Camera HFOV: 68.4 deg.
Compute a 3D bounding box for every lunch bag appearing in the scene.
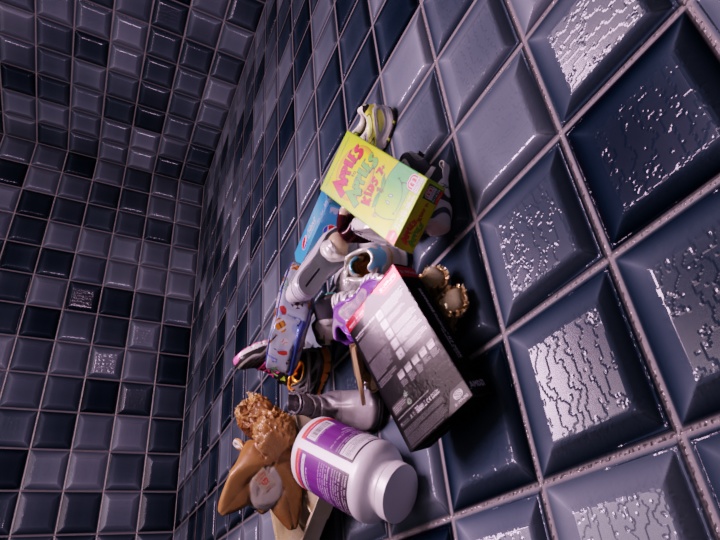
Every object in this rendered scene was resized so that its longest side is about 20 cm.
[{"bbox_3d":[-0.132,0.094,1.054,0.204,0.073,0.164,-77,1,-45],"label":"lunch bag"}]

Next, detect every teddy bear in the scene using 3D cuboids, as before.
[{"bbox_3d":[0.090,0.093,0.756,0.143,0.065,0.208,24,102,47],"label":"teddy bear"}]

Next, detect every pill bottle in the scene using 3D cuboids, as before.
[{"bbox_3d":[-0.010,0.299,0.793,0.196,0.110,0.117,5,84,47],"label":"pill bottle"}]

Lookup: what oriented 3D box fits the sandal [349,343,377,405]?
[{"bbox_3d":[0.022,0.155,0.873,0.212,0.067,0.081,-136,35,-84],"label":"sandal"}]

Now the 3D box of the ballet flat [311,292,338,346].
[{"bbox_3d":[-0.062,0.107,1.037,0.201,0.070,0.076,115,157,-66],"label":"ballet flat"}]

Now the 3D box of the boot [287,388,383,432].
[{"bbox_3d":[-0.050,0.237,0.911,0.199,0.127,0.073,-33,49,57],"label":"boot"}]

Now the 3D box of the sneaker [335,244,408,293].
[{"bbox_3d":[0.000,0.000,0.933,0.198,0.078,0.080,-30,59,55],"label":"sneaker"}]

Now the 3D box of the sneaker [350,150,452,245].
[{"bbox_3d":[0.067,-0.121,0.844,0.196,0.078,0.135,-10,64,52],"label":"sneaker"}]

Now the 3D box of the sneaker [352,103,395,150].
[{"bbox_3d":[0.002,-0.230,1.049,0.076,0.074,0.207,47,124,58],"label":"sneaker"}]

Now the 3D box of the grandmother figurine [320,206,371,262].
[{"bbox_3d":[0.003,-0.090,0.937,0.200,0.120,0.061,-44,33,19],"label":"grandmother figurine"}]

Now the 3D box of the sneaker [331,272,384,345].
[{"bbox_3d":[0.010,0.071,0.871,0.199,0.079,0.091,-32,38,53],"label":"sneaker"}]

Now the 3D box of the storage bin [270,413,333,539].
[{"bbox_3d":[-0.094,0.405,0.987,0.206,0.091,0.199,-69,27,19],"label":"storage bin"}]

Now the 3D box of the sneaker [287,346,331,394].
[{"bbox_3d":[-0.123,0.253,1.127,0.078,0.075,0.208,36,114,61],"label":"sneaker"}]

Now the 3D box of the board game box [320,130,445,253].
[{"bbox_3d":[0.027,-0.122,0.794,0.199,0.047,0.104,41,108,42],"label":"board game box"}]

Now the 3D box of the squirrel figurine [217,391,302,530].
[{"bbox_3d":[-0.174,0.329,0.954,0.186,0.136,0.209,176,104,-76],"label":"squirrel figurine"}]

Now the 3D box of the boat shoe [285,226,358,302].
[{"bbox_3d":[-0.078,-0.016,1.006,0.066,0.075,0.200,-23,17,47],"label":"boat shoe"}]

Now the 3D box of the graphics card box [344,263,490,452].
[{"bbox_3d":[0.067,0.111,0.695,0.126,0.050,0.203,-49,54,28],"label":"graphics card box"}]

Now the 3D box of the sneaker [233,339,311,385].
[{"bbox_3d":[-0.181,0.206,1.154,0.073,0.195,0.090,-38,60,38],"label":"sneaker"}]

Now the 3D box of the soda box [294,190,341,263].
[{"bbox_3d":[-0.086,-0.085,1.194,0.203,0.062,0.069,-61,30,35],"label":"soda box"}]

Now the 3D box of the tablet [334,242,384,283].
[{"bbox_3d":[-0.004,-0.008,1.048,0.199,0.013,0.135,37,114,64],"label":"tablet"}]
